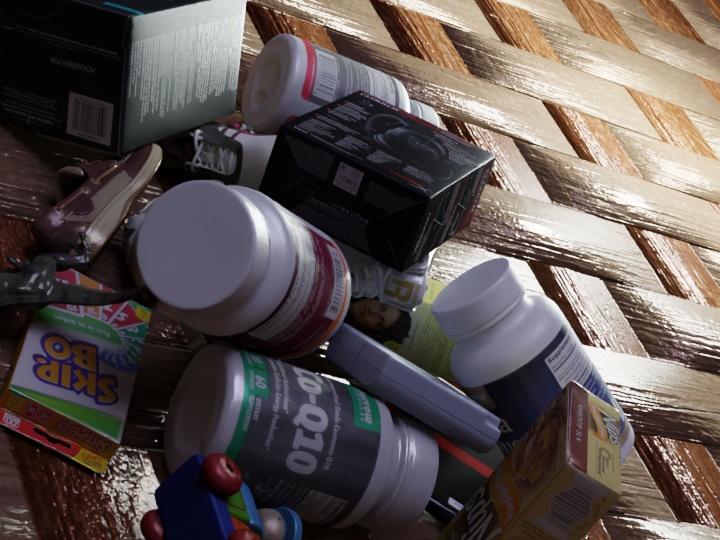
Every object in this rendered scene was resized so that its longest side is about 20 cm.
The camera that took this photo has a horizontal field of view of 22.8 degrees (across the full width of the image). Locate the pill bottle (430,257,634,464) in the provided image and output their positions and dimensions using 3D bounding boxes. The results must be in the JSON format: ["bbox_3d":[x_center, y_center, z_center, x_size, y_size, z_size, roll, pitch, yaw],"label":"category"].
[{"bbox_3d":[0.146,0.093,1.561,0.201,0.110,0.111,57,24,-15],"label":"pill bottle"}]

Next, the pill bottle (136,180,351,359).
[{"bbox_3d":[-0.089,0.000,1.375,0.114,0.114,0.200,48,6,20],"label":"pill bottle"}]

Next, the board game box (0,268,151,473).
[{"bbox_3d":[-0.222,0.072,1.395,0.095,0.030,0.201,28,31,-15],"label":"board game box"}]

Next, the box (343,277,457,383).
[{"bbox_3d":[0.053,0.048,1.642,0.198,0.076,0.050,17,28,-1],"label":"box"}]

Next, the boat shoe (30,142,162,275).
[{"bbox_3d":[-0.231,-0.069,1.551,0.072,0.072,0.201,34,34,-7],"label":"boat shoe"}]

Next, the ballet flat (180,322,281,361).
[{"bbox_3d":[-0.122,0.035,1.539,0.072,0.068,0.201,0,45,-20],"label":"ballet flat"}]

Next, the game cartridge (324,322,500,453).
[{"bbox_3d":[0.036,0.094,1.500,0.132,0.042,0.200,27,0,-12],"label":"game cartridge"}]

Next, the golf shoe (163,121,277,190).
[{"bbox_3d":[-0.120,-0.098,1.674,0.087,0.078,0.200,8,7,-26],"label":"golf shoe"}]

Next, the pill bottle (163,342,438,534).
[{"bbox_3d":[-0.045,0.137,1.403,0.198,0.113,0.114,20,32,-28],"label":"pill bottle"}]

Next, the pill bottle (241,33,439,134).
[{"bbox_3d":[-0.018,-0.167,1.894,0.198,0.111,0.111,19,32,-30],"label":"pill bottle"}]

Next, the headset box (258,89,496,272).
[{"bbox_3d":[0.021,-0.085,1.575,0.148,0.078,0.200,27,22,13],"label":"headset box"}]

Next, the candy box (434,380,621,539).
[{"bbox_3d":[0.128,0.197,1.416,0.055,0.201,0.116,32,28,-10],"label":"candy box"}]

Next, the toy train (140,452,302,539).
[{"bbox_3d":[-0.074,0.233,1.273,0.115,0.085,0.201,29,26,-43],"label":"toy train"}]

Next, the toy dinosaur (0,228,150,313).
[{"bbox_3d":[-0.250,0.007,1.388,0.197,0.048,0.088,-2,24,2],"label":"toy dinosaur"}]

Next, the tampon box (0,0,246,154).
[{"bbox_3d":[-0.221,-0.202,1.650,0.149,0.128,0.200,17,21,23],"label":"tampon box"}]

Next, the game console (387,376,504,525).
[{"bbox_3d":[0.104,0.185,1.598,0.199,0.031,0.177,33,32,-7],"label":"game console"}]

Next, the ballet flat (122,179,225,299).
[{"bbox_3d":[-0.174,-0.031,1.576,0.069,0.070,0.200,37,26,1],"label":"ballet flat"}]

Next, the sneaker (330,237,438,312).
[{"bbox_3d":[0.000,0.000,1.548,0.115,0.074,0.200,26,33,16],"label":"sneaker"}]
